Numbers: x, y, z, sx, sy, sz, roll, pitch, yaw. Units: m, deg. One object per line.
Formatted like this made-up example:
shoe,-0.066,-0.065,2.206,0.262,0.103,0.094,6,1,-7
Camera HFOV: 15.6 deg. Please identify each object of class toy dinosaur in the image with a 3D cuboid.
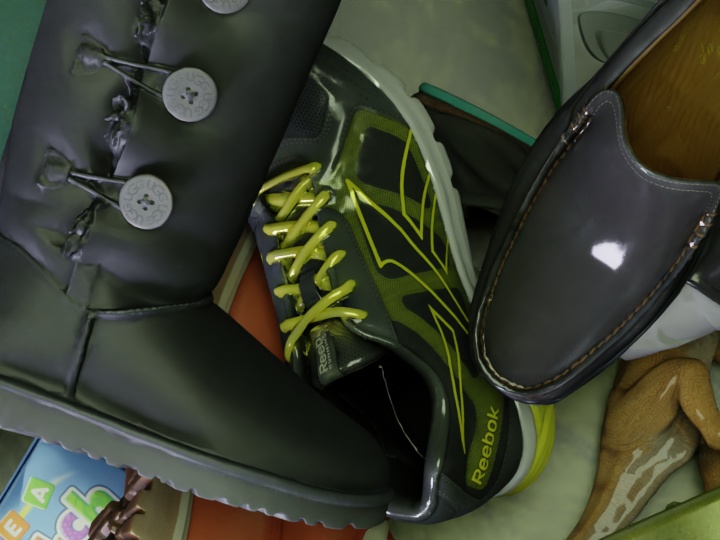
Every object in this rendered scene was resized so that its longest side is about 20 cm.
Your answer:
toy dinosaur,0.112,0.063,0.995,0.106,0.060,0.201,15,73,26

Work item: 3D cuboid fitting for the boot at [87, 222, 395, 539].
boot,-0.034,0.064,0.970,0.107,0.075,0.201,22,52,-14

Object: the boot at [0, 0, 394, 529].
boot,-0.037,-0.029,0.865,0.164,0.066,0.201,18,94,-13

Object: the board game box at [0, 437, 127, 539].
board game box,-0.071,0.172,0.981,0.199,0.037,0.152,31,83,5

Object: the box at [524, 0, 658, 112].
box,0.156,-0.152,0.954,0.199,0.177,0.097,-12,57,-2

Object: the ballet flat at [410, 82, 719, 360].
ballet flat,0.089,-0.008,0.968,0.199,0.068,0.069,22,87,32

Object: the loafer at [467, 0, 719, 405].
loafer,0.095,-0.040,0.880,0.073,0.072,0.201,32,103,7

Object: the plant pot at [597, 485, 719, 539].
plant pot,0.158,0.164,0.894,0.199,0.200,0.194,-22,80,-3

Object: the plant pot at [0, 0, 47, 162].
plant pot,-0.164,-0.038,0.950,0.187,0.200,0.201,-16,80,-14

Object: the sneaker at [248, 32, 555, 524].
sneaker,0.000,0.000,0.937,0.074,0.085,0.201,-33,90,31
